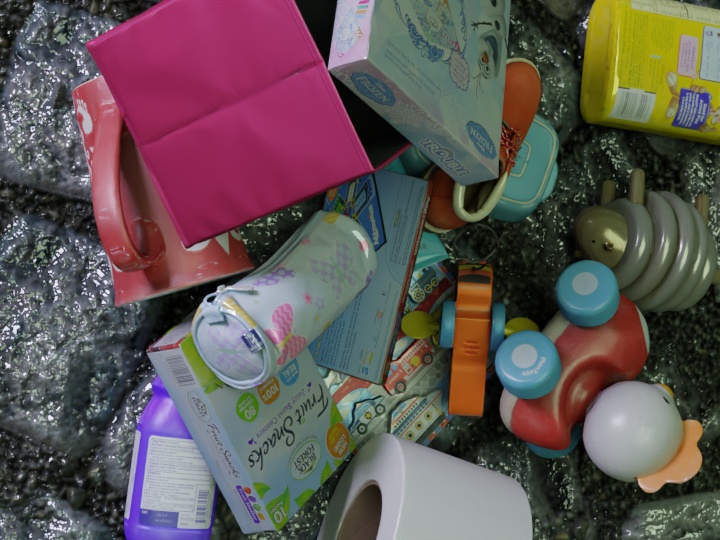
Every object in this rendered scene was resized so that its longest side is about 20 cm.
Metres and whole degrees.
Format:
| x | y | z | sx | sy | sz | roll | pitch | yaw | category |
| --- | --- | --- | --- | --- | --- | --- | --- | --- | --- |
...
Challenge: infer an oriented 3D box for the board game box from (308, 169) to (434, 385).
| x | y | z | sx | sy | sz | roll | pitch | yaw | category |
| --- | --- | --- | --- | --- | --- | --- | --- | --- | --- |
| 0.000 | 0.000 | 1.309 | 0.102 | 0.019 | 0.202 | 16 | 95 | 20 | board game box |

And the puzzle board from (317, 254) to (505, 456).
| x | y | z | sx | sy | sz | roll | pitch | yaw | category |
| --- | --- | --- | --- | --- | --- | --- | --- | --- | --- |
| 0.046 | 0.097 | 1.370 | 0.200 | 0.017 | 0.151 | -45 | 102 | -13 | puzzle board |

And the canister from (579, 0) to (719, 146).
| x | y | z | sx | sy | sz | roll | pitch | yaw | category |
| --- | --- | --- | --- | --- | --- | --- | --- | --- | --- |
| 0.340 | -0.211 | 1.432 | 0.198 | 0.086 | 0.150 | 7 | 87 | -16 | canister |

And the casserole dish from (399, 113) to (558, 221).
| x | y | z | sx | sy | sz | roll | pitch | yaw | category |
| --- | --- | --- | --- | --- | --- | --- | --- | --- | --- |
| 0.123 | -0.128 | 1.386 | 0.199 | 0.039 | 0.122 | 22 | 83 | -18 | casserole dish |

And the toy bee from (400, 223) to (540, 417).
| x | y | z | sx | sy | sz | roll | pitch | yaw | category |
| --- | --- | --- | --- | --- | --- | --- | --- | --- | --- |
| 0.118 | 0.038 | 1.341 | 0.130 | 0.109 | 0.201 | 23 | 113 | -6 | toy bee |

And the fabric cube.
| x | y | z | sx | sy | sz | roll | pitch | yaw | category |
| --- | --- | --- | --- | --- | --- | --- | --- | --- | --- |
| -0.072 | -0.165 | 1.160 | 0.201 | 0.198 | 0.196 | 64 | 31 | -10 | fabric cube |

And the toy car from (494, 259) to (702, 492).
| x | y | z | sx | sy | sz | roll | pitch | yaw | category |
| --- | --- | --- | --- | --- | --- | --- | --- | --- | --- |
| 0.255 | 0.127 | 1.307 | 0.199 | 0.185 | 0.177 | 35 | 75 | 30 | toy car |

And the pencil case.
| x | y | z | sx | sy | sz | roll | pitch | yaw | category |
| --- | --- | --- | --- | --- | --- | --- | --- | --- | --- |
| -0.066 | 0.023 | 1.219 | 0.091 | 0.083 | 0.200 | 56 | 44 | -6 | pencil case |

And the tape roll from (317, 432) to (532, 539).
| x | y | z | sx | sy | sz | roll | pitch | yaw | category |
| --- | --- | --- | --- | --- | --- | --- | --- | --- | --- |
| 0.054 | 0.270 | 1.275 | 0.138 | 0.202 | 0.204 | 21 | 83 | -17 | tape roll |

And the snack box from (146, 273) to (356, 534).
| x | y | z | sx | sy | sz | roll | pitch | yaw | category |
| --- | --- | --- | --- | --- | --- | --- | --- | --- | --- |
| -0.097 | 0.121 | 1.260 | 0.142 | 0.053 | 0.201 | -41 | 112 | -45 | snack box |

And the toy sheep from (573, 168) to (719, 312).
| x | y | z | sx | sy | sz | roll | pitch | yaw | category |
| --- | --- | --- | --- | --- | --- | --- | --- | --- | --- |
| 0.304 | -0.022 | 1.399 | 0.199 | 0.138 | 0.139 | 15 | 85 | -23 | toy sheep |

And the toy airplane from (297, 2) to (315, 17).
| x | y | z | sx | sy | sz | roll | pitch | yaw | category |
| --- | --- | --- | --- | --- | --- | --- | --- | --- | --- |
| 0.038 | -0.293 | 1.306 | 0.198 | 0.142 | 0.200 | 13 | 54 | -4 | toy airplane |

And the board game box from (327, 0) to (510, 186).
| x | y | z | sx | sy | sz | roll | pitch | yaw | category |
| --- | --- | --- | --- | --- | --- | --- | --- | --- | --- |
| 0.056 | -0.204 | 1.130 | 0.200 | 0.043 | 0.201 | 36 | 52 | -45 | board game box |

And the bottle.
| x | y | z | sx | sy | sz | roll | pitch | yaw | category |
| --- | --- | --- | --- | --- | --- | --- | --- | --- | --- |
| -0.171 | 0.161 | 1.273 | 0.083 | 0.065 | 0.202 | 8 | 87 | -22 | bottle |

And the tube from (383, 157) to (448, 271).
| x | y | z | sx | sy | sz | roll | pitch | yaw | category |
| --- | --- | --- | --- | --- | --- | --- | --- | --- | --- |
| 0.016 | -0.090 | 1.347 | 0.077 | 0.050 | 0.201 | -22 | 99 | 3 | tube |

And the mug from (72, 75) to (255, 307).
| x | y | z | sx | sy | sz | roll | pitch | yaw | category |
| --- | --- | --- | --- | --- | --- | --- | --- | --- | --- |
| -0.182 | -0.081 | 1.220 | 0.132 | 0.177 | 0.202 | -15 | 90 | -11 | mug |

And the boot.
| x | y | z | sx | sy | sz | roll | pitch | yaw | category |
| --- | --- | --- | --- | --- | --- | --- | --- | --- | --- |
| 0.131 | -0.124 | 1.314 | 0.075 | 0.107 | 0.201 | 34 | 78 | -15 | boot |
